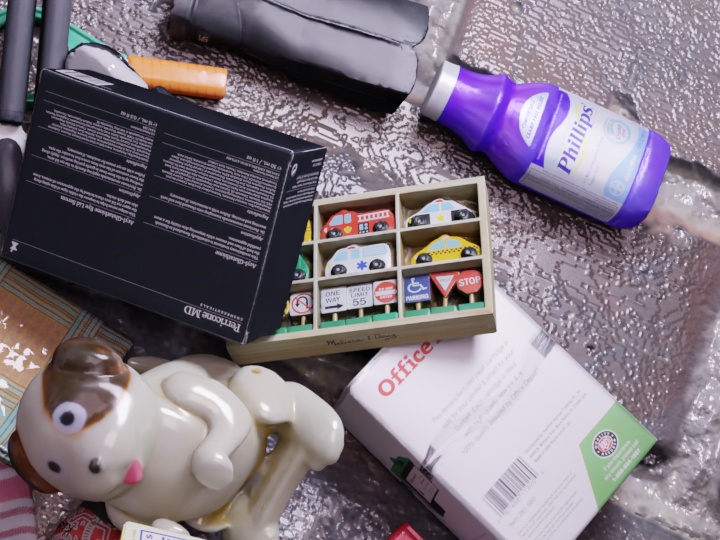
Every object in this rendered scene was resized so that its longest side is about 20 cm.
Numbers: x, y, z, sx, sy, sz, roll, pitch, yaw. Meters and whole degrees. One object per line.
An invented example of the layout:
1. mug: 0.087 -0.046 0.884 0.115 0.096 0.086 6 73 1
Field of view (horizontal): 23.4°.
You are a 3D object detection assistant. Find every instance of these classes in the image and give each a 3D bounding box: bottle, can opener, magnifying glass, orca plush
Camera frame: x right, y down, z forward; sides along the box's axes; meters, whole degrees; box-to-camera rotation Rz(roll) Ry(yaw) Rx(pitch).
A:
1. bottle: 0.147 -0.107 1.396 0.199 0.065 0.084 25 71 -5
2. can opener: -0.245 -0.124 1.293 0.053 0.067 0.202 5 92 -14
3. magnifying glass: -0.203 -0.159 1.353 0.198 0.022 0.080 7 73 -12
4. orca plush: -0.147 -0.088 1.317 0.200 0.105 0.071 45 26 7

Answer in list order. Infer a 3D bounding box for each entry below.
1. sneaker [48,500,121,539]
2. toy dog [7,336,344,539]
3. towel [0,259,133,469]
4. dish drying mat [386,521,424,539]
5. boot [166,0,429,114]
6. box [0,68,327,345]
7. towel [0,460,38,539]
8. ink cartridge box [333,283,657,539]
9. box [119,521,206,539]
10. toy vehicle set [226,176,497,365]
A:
1. sneaker: -0.148 0.257 1.224 0.201 0.067 0.108 42 71 5
2. toy dog: -0.139 0.106 1.191 0.199 0.140 0.194 11 37 -47
3. towel: -0.279 0.051 1.253 0.199 0.022 0.147 30 51 -3
4. dish drying mat: -0.006 0.282 1.275 0.077 0.018 0.200 44 69 1
5. boot: -0.037 -0.232 1.388 0.198 0.066 0.166 17 80 -5
6. box: -0.141 -0.049 1.237 0.198 0.079 0.142 19 101 15
7. towel: -0.296 0.171 1.199 0.145 0.030 0.201 -3 54 -14
8. ink cartridge box: 0.098 0.117 1.310 0.200 0.084 0.146 44 70 3
9. box: -0.085 0.280 1.139 0.198 0.177 0.097 16 33 -11
10. toy vehicle set: 0.000 0.000 1.293 0.198 0.027 0.125 -8 54 8
